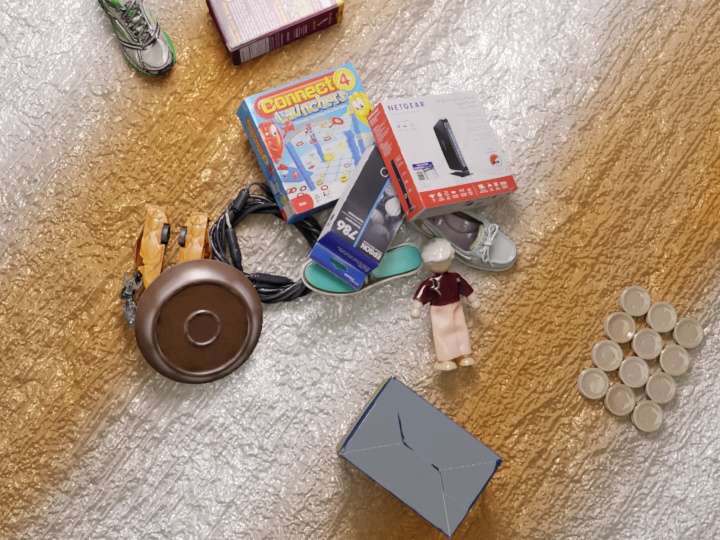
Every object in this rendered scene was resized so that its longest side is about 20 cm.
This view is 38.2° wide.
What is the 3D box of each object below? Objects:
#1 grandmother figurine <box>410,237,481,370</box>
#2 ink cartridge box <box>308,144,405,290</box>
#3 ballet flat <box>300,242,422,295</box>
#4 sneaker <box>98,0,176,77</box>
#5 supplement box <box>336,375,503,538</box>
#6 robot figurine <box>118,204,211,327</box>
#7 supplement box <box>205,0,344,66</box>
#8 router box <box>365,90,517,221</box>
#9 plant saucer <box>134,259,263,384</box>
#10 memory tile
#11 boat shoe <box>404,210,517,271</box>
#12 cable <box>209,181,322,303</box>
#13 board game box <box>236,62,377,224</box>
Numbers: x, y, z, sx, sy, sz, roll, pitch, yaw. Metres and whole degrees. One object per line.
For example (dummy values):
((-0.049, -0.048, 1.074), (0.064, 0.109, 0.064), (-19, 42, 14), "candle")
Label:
((0.128, 0.050, 1.612), (0.120, 0.060, 0.203), (-10, 96, -34), "grandmother figurine")
((0.010, -0.080, 1.578), (0.099, 0.039, 0.202), (32, 74, -17), "ink cartridge box")
((0.000, 0.000, 1.622), (0.198, 0.069, 0.070), (-11, 84, -15), "ballet flat")
((-0.364, -0.395, 1.650), (0.078, 0.085, 0.201), (-35, 87, -6), "sneaker")
((0.080, 0.269, 1.533), (0.199, 0.200, 0.135), (37, 83, 2), "supplement box")
((-0.293, 0.005, 1.613), (0.143, 0.058, 0.203), (9, 89, -1), "robot figurine")
((-0.137, -0.423, 1.663), (0.198, 0.086, 0.111), (-24, 85, -5), "supplement box")
((0.127, -0.181, 1.608), (0.198, 0.049, 0.181), (-14, 76, -36), "router box")
((-0.242, 0.084, 1.580), (0.198, 0.032, 0.203), (-6, 108, -18), "plant saucer")
((0.446, 0.140, 1.659), (0.152, 0.017, 0.202), (29, 83, 1), "memory tile")
((0.161, -0.060, 1.639), (0.201, 0.065, 0.075), (31, 82, -8), "boat shoe")
((-0.140, -0.031, 1.634), (0.199, 0.051, 0.164), (40, 83, 2), "cable")
((-0.063, -0.200, 1.627), (0.198, 0.056, 0.198), (-23, 85, -23), "board game box")
